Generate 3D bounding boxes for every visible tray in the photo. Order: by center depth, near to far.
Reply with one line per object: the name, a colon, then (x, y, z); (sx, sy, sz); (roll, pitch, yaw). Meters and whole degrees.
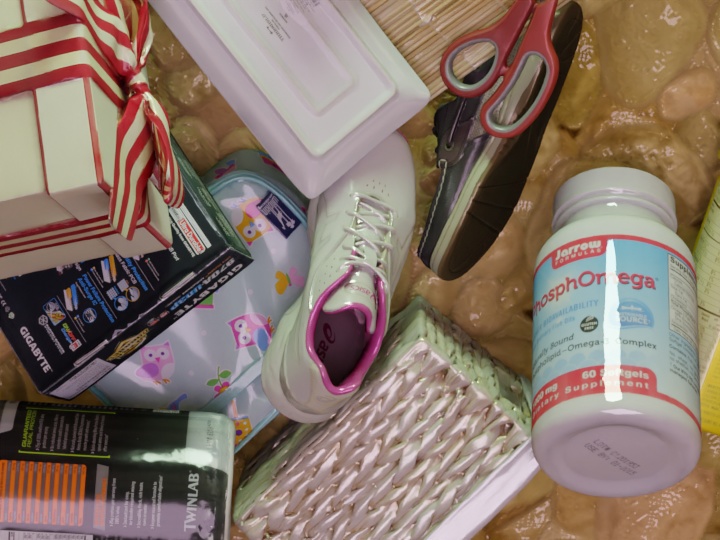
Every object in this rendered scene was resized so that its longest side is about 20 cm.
tray: (-0.053, -0.154, 1.492); (0.107, 0.022, 0.200); (-40, 99, -7)

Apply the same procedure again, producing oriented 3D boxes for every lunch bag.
lunch bag: (-0.090, 0.029, 1.593); (0.200, 0.077, 0.161); (-40, 103, 10)

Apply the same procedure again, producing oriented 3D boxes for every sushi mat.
sushi mat: (0.044, -0.164, 1.522); (0.200, 0.012, 0.096); (-34, 113, 16)

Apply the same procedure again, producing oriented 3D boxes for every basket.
basket: (0.020, 0.129, 1.598); (0.200, 0.136, 0.123); (-44, 99, 10)

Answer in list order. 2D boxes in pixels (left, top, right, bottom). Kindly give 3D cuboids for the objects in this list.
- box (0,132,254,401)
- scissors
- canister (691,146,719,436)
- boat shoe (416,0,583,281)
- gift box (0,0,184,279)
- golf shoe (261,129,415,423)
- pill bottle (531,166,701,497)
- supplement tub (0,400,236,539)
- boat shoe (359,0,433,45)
box: (-0.187, -0.042, 1.538); (0.159, 0.046, 0.200); (-37, 73, 9)
scissors: (0.121, -0.176, 1.492); (0.073, 0.014, 0.200); (37, 111, 8)
canister: (0.287, 0.015, 1.598); (0.148, 0.087, 0.201); (16, 106, -7)
boat shoe: (0.081, -0.094, 1.571); (0.066, 0.072, 0.202); (28, 100, 25)
gift box: (-0.209, -0.090, 1.421); (0.186, 0.200, 0.186); (-12, 80, 6)
golf shoe: (0.000, 0.000, 1.509); (0.075, 0.091, 0.201); (18, 79, -16)
pill bottle: (0.165, 0.036, 1.537); (0.108, 0.201, 0.109); (2, 145, 1)
supplement tub: (-0.182, 0.147, 1.528); (0.199, 0.123, 0.123); (4, 106, -2)
boat shoe: (0.016, -0.211, 1.539); (0.074, 0.062, 0.201); (7, 117, -7)
